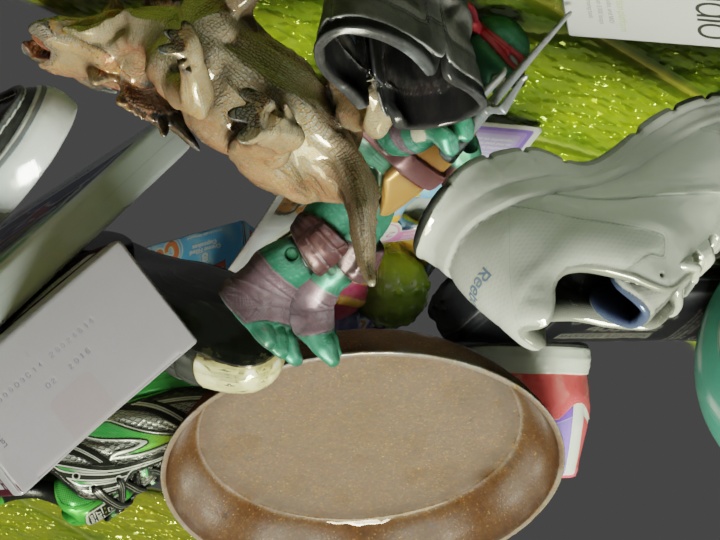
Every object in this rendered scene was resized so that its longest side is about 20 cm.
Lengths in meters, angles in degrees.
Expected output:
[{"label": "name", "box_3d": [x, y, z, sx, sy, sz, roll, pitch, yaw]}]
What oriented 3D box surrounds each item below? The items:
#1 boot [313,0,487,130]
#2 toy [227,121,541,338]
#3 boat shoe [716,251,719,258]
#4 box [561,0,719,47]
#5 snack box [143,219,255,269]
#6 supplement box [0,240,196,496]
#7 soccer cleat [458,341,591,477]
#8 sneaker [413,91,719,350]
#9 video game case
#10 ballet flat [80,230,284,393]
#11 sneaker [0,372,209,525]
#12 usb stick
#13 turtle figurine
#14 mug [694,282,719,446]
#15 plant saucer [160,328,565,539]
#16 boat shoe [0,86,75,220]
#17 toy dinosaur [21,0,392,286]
[{"label": "boot", "box_3d": [-0.009, -0.140, 1.125, 0.070, 0.132, 0.200, -20, 148, 33]}, {"label": "toy", "box_3d": [0.000, 0.000, 1.452, 0.115, 0.047, 0.200, 3, 141, -28]}, {"label": "boat shoe", "box_3d": [0.180, -0.042, 1.416, 0.068, 0.057, 0.200, 6, 151, -17]}, {"label": "box", "box_3d": [0.176, -0.136, 1.211, 0.199, 0.036, 0.144, 4, 155, 12]}, {"label": "snack box", "box_3d": [-0.119, 0.035, 1.564, 0.199, 0.037, 0.116, -15, 151, 22]}, {"label": "supplement box", "box_3d": [-0.161, 0.051, 1.373, 0.061, 0.109, 0.200, 53, 159, -10]}, {"label": "soccer cleat", "box_3d": [0.039, 0.075, 1.577, 0.200, 0.073, 0.068, -6, 173, 44]}, {"label": "sneaker", "box_3d": [0.122, -0.015, 1.284, 0.199, 0.087, 0.075, -18, 147, -24]}, {"label": "video game case", "box_3d": [-0.188, 0.015, 1.385, 0.182, 0.200, 0.023, -29, 103, 41]}, {"label": "ballet flat", "box_3d": [-0.093, 0.026, 1.429, 0.066, 0.057, 0.200, -14, -159, -29]}, {"label": "sneaker", "box_3d": [-0.118, 0.093, 1.544, 0.199, 0.085, 0.078, -4, 153, 1]}, {"label": "usb stick", "box_3d": [0.118, 0.015, 1.500, 0.200, 0.033, 0.055, 1, 147, -43]}, {"label": "turtle figurine", "box_3d": [0.029, -0.045, 1.330, 0.200, 0.101, 0.150, -46, 148, 12]}, {"label": "mug", "box_3d": [0.246, 0.057, 1.477, 0.152, 0.185, 0.114, -35, 137, 17]}, {"label": "plant saucer", "box_3d": [0.001, 0.087, 1.483, 0.199, 0.035, 0.201, -2, 142, -2]}, {"label": "boat shoe", "box_3d": [-0.209, -0.034, 1.377, 0.057, 0.069, 0.200, 39, 132, -22]}, {"label": "toy dinosaur", "box_3d": [-0.044, -0.069, 1.256, 0.086, 0.200, 0.136, -39, 166, -21]}]
